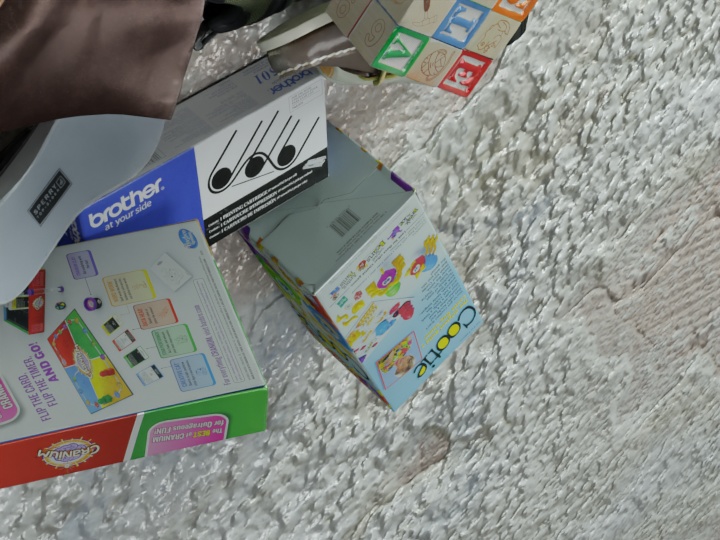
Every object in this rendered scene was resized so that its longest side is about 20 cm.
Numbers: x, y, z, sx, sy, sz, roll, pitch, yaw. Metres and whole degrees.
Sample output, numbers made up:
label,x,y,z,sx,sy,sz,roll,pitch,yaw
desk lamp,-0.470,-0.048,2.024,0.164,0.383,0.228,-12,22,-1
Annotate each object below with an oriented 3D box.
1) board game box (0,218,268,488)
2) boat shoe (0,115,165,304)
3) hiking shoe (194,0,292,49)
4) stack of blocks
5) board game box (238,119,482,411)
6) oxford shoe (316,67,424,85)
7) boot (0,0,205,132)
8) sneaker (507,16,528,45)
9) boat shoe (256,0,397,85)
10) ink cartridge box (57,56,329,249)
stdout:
label,x,y,z,sx,sy,sz,roll,pitch,yaw
board game box,-0.172,0.049,1.100,0.198,0.154,0.041,-11,136,-16
boat shoe,-0.193,-0.054,1.102,0.070,0.066,0.201,56,51,-34
hiking shoe,-0.079,-0.202,1.059,0.101,0.076,0.200,-40,152,-13
stack of blocks,0.065,-0.203,1.024,0.115,0.059,0.200,12,122,-44
board game box,0.000,0.000,1.359,0.105,0.103,0.200,-44,147,-9
oxford shoe,0.025,-0.160,1.269,0.057,0.076,0.200,-20,176,29
boot,-0.182,-0.097,1.017,0.165,0.072,0.201,11,110,-25
sneaker,0.111,-0.257,1.265,0.104,0.060,0.200,-38,136,-15
boat shoe,0.022,-0.151,1.143,0.199,0.072,0.060,-26,105,-38
ink cartridge box,-0.111,-0.062,1.215,0.199,0.044,0.094,-32,142,-26
